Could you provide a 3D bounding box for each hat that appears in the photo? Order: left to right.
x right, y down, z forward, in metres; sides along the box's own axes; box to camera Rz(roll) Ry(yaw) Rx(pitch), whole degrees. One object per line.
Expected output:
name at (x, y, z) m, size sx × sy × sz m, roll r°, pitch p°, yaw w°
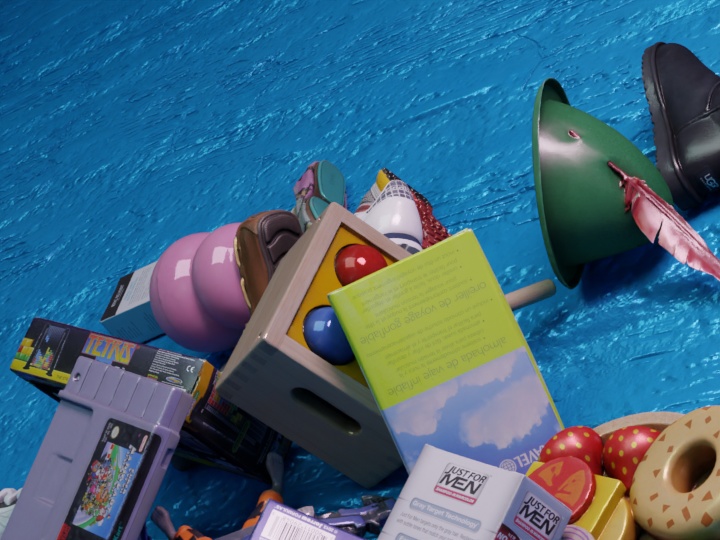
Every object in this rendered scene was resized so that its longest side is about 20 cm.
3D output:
hat at (0.244, -0.068, 1.153) m, size 0.175 × 0.202 × 0.165 m, roll -6°, pitch 0°, yaw 22°

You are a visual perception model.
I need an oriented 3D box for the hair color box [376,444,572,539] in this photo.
hair color box at (0.045, 0.221, 0.914) m, size 0.099 × 0.061 × 0.201 m, roll 10°, pitch 67°, yaw 51°

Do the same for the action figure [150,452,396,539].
action figure at (-0.062, 0.228, 1.119) m, size 0.199 × 0.105 × 0.194 m, roll -13°, pitch 31°, yaw -13°

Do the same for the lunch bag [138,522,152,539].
lunch bag at (-0.224, 0.269, 1.158) m, size 0.151 × 0.094 × 0.200 m, roll -63°, pitch 33°, yaw 20°

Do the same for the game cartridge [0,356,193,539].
game cartridge at (-0.215, 0.173, 1.113) m, size 0.129 × 0.038 × 0.201 m, roll 10°, pitch 74°, yaw 45°

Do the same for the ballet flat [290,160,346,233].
ballet flat at (-0.047, -0.054, 1.533) m, size 0.071 × 0.069 × 0.200 m, roll -49°, pitch 20°, yaw 18°

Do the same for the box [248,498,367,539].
box at (-0.050, 0.267, 0.993) m, size 0.033 × 0.120 × 0.201 m, roll 106°, pitch -172°, yaw -48°

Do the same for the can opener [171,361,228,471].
can opener at (-0.115, 0.113, 1.379) m, size 0.200 × 0.053 × 0.067 m, roll -44°, pitch -6°, yaw -16°

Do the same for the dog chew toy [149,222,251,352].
dog chew toy at (-0.125, 0.009, 1.434) m, size 0.199 × 0.125 × 0.125 m, roll -24°, pitch 29°, yaw 45°

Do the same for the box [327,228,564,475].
box at (0.071, 0.084, 1.062) m, size 0.121 × 0.201 × 0.048 m, roll -25°, pitch -2°, yaw 6°

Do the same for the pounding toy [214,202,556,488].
pounding toy at (0.024, 0.054, 1.165) m, size 0.142 × 0.199 × 0.185 m, roll -45°, pitch 15°, yaw 49°

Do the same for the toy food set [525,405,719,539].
toy food set at (0.167, 0.169, 0.941) m, size 0.199 × 0.049 × 0.198 m, roll 5°, pitch 52°, yaw 50°

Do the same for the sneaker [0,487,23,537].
sneaker at (-0.321, 0.249, 1.392) m, size 0.199 × 0.075 × 0.082 m, roll -18°, pitch 47°, yaw 37°

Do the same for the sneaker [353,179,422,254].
sneaker at (0.000, 0.000, 1.309) m, size 0.200 × 0.076 × 0.081 m, roll -45°, pitch 42°, yaw 46°

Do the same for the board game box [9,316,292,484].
board game box at (-0.181, 0.115, 1.251) m, size 0.199 × 0.165 × 0.057 m, roll 12°, pitch 70°, yaw 31°

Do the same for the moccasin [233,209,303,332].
moccasin at (-0.070, 0.049, 1.274) m, size 0.073 × 0.203 × 0.078 m, roll -21°, pitch 2°, yaw -35°

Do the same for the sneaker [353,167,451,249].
sneaker at (0.041, -0.023, 1.380) m, size 0.082 × 0.078 × 0.200 m, roll -51°, pitch 24°, yaw 12°

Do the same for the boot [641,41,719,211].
boot at (0.332, -0.154, 1.211) m, size 0.167 × 0.076 × 0.201 m, roll -27°, pitch 36°, yaw 27°

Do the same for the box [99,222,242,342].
box at (-0.195, 0.017, 1.603) m, size 0.199 × 0.049 × 0.083 m, roll -22°, pitch 31°, yaw 27°
